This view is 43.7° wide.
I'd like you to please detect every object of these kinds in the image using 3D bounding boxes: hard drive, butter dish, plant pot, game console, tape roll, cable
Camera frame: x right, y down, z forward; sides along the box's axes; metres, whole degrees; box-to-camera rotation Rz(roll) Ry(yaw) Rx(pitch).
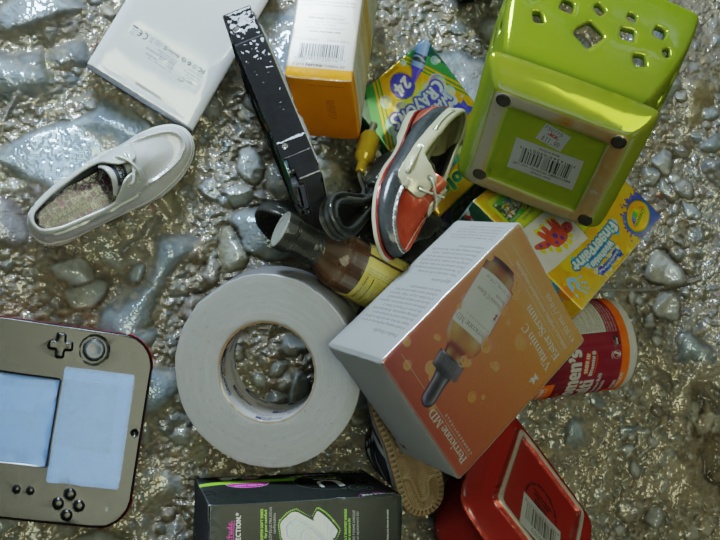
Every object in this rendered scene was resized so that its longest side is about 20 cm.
[{"bbox_3d":[-0.195,-0.275,1.000,0.131,0.025,0.202,30,79,-13],"label":"hard drive"},{"bbox_3d":[0.150,0.291,1.011,0.201,0.147,0.200,52,31,-8],"label":"butter dish"},{"bbox_3d":[0.213,-0.174,0.940,0.197,0.200,0.183,21,56,7],"label":"plant pot"},{"bbox_3d":[-0.315,0.159,0.934,0.174,0.031,0.204,10,83,-16],"label":"game console"},{"bbox_3d":[-0.084,-0.154,0.935,0.037,0.140,0.202,-21,71,-4],"label":"hard drive"},{"bbox_3d":[-0.092,0.100,0.944,0.196,0.066,0.204,1,98,7],"label":"tape roll"},{"bbox_3d":[0.003,-0.075,0.948,0.098,0.050,0.201,65,35,-25],"label":"cable"}]

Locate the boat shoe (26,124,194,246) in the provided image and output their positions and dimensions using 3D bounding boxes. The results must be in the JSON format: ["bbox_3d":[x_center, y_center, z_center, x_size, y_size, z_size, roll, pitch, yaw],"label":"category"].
[{"bbox_3d":[-0.261,-0.095,0.946,0.198,0.068,0.073,-28,94,-16],"label":"boat shoe"}]

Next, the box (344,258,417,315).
[{"bbox_3d":[0.043,0.042,1.027,0.198,0.068,0.083,-26,94,-16],"label":"box"}]

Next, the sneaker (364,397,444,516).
[{"bbox_3d":[0.037,0.158,0.989,0.069,0.108,0.204,-13,100,-12],"label":"sneaker"}]

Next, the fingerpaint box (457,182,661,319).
[{"bbox_3d":[0.226,-0.052,1.035,0.167,0.074,0.200,44,55,7],"label":"fingerpaint box"}]

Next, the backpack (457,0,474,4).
[{"bbox_3d":[0.180,-0.445,1.061,0.180,0.147,0.203,-13,87,-19],"label":"backpack"}]

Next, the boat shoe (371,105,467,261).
[{"bbox_3d":[0.064,-0.097,0.945,0.072,0.062,0.202,61,39,-44],"label":"boat shoe"}]

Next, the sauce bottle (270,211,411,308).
[{"bbox_3d":[0.000,0.000,0.936,0.198,0.065,0.065,29,79,-21],"label":"sauce bottle"}]

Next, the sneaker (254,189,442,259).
[{"bbox_3d":[-0.013,-0.055,1.021,0.197,0.060,0.105,23,53,7],"label":"sneaker"}]

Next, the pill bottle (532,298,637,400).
[{"bbox_3d":[0.212,0.094,1.052,0.197,0.109,0.112,-5,88,-17],"label":"pill bottle"}]

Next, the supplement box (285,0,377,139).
[{"bbox_3d":[-0.027,-0.263,0.972,0.072,0.126,0.203,5,71,6],"label":"supplement box"}]

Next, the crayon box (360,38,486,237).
[{"bbox_3d":[0.087,-0.152,1.062,0.125,0.052,0.201,-41,98,-15],"label":"crayon box"}]

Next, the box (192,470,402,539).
[{"bbox_3d":[-0.071,0.285,0.935,0.196,0.148,0.127,2,87,-17],"label":"box"}]

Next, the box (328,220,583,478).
[{"bbox_3d":[0.097,0.072,0.889,0.200,0.106,0.153,-43,113,-20],"label":"box"}]
